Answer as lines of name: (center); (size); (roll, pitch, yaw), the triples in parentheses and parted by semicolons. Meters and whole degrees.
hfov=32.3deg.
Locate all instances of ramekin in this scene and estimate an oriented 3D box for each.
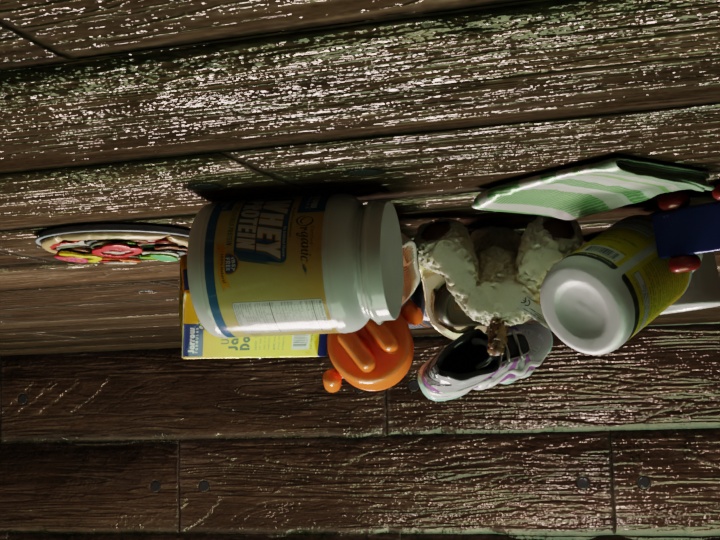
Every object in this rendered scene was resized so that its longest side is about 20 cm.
ramekin: (0.381, 0.009, 1.658); (0.200, 0.098, 0.200); (-6, 174, -1)

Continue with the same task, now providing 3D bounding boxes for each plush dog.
plush dog: (0.169, 0.001, 1.495); (0.200, 0.161, 0.172); (-3, -163, 10)

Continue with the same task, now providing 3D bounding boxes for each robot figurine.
robot figurine: (0.017, 0.104, 1.697); (0.116, 0.144, 0.200); (12, 170, 6)

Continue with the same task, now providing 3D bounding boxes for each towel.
towel: (0.228, -0.079, 1.243); (0.152, 0.023, 0.200); (5, 171, -38)

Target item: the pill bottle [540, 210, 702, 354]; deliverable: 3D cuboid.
pill bottle: (0.298, 0.006, 1.386); (0.112, 0.113, 0.200); (-9, -165, 47)

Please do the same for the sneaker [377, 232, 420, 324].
sneaker: (0.020, -0.007, 1.455); (0.071, 0.080, 0.200); (-40, 160, -18)

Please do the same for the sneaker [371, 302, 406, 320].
sneaker: (-0.021, 0.037, 1.557); (0.200, 0.099, 0.071); (-27, -143, -3)

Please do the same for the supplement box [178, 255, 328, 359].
supplement box: (-0.146, 0.047, 1.700); (0.200, 0.110, 0.109); (-1, -150, -11)

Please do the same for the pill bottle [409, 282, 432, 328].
pill bottle: (0.068, 0.033, 1.797); (0.200, 0.106, 0.106); (-6, 172, 32)

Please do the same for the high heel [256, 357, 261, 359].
high heel: (-0.186, 0.066, 1.869); (0.071, 0.143, 0.200); (2, 172, -28)

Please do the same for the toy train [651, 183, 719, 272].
toy train: (0.415, -0.054, 1.289); (0.116, 0.085, 0.200); (-9, 180, -38)

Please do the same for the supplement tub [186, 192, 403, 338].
supplement tub: (-0.064, -0.005, 1.283); (0.200, 0.145, 0.145); (-3, 173, 12)

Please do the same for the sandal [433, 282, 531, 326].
sandal: (0.188, 0.033, 1.592); (0.200, 0.082, 0.055); (-6, -167, -28)

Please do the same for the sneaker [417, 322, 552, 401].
sneaker: (0.179, 0.109, 1.637); (0.200, 0.078, 0.140); (-23, 166, -15)

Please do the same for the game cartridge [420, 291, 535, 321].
game cartridge: (0.184, 0.017, 1.680); (0.200, 0.041, 0.133); (0, 129, -10)

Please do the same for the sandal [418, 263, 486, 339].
sandal: (0.121, 0.048, 1.625); (0.078, 0.070, 0.212); (-19, 133, 6)

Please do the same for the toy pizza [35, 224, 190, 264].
toy pizza: (-0.296, -0.027, 1.526); (0.200, 0.032, 0.200); (-2, 173, 0)
